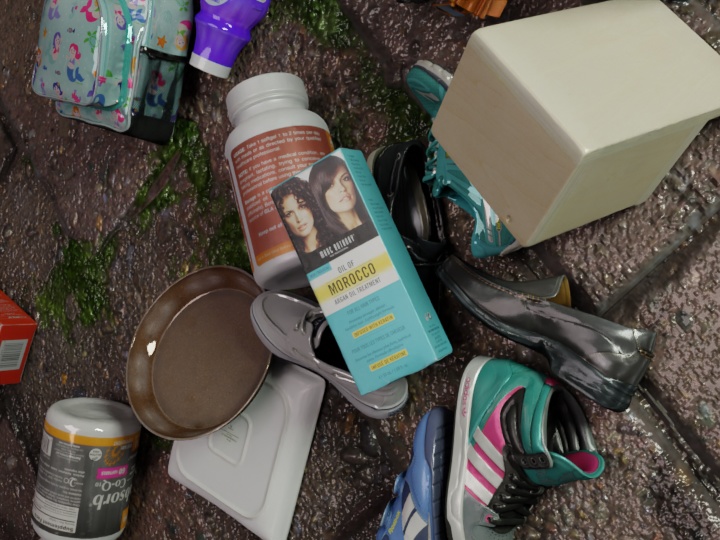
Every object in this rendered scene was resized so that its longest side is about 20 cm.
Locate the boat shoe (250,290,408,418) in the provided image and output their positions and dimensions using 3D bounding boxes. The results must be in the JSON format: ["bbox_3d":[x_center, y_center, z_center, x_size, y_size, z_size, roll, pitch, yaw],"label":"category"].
[{"bbox_3d":[-0.033,0.066,0.850,0.199,0.074,0.066,29,149,25],"label":"boat shoe"}]

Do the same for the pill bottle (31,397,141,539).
[{"bbox_3d":[-0.339,0.267,1.051,0.116,0.116,0.202,14,98,36],"label":"pill bottle"}]

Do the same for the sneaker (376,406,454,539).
[{"bbox_3d":[0.053,0.225,0.791,0.082,0.074,0.202,5,90,38],"label":"sneaker"}]

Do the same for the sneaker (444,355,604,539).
[{"bbox_3d":[0.143,0.177,0.723,0.120,0.083,0.202,0,87,46],"label":"sneaker"}]

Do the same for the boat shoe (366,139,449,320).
[{"bbox_3d":[0.051,-0.028,0.796,0.066,0.074,0.201,-22,66,52],"label":"boat shoe"}]

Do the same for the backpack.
[{"bbox_3d":[-0.291,-0.270,1.022,0.177,0.150,0.202,19,95,36],"label":"backpack"}]

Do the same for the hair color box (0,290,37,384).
[{"bbox_3d":[-0.561,0.075,1.254,0.199,0.061,0.102,32,107,32],"label":"hair color box"}]

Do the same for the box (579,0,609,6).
[{"bbox_3d":[0.186,-0.294,0.622,0.108,0.200,0.129,-8,84,25],"label":"box"}]

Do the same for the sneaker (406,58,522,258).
[{"bbox_3d":[0.087,-0.103,0.761,0.079,0.077,0.201,-30,69,9],"label":"sneaker"}]

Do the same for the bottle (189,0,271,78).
[{"bbox_3d":[-0.137,-0.317,0.952,0.083,0.065,0.201,32,107,31],"label":"bottle"}]

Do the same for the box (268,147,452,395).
[{"bbox_3d":[0.000,0.000,0.758,0.082,0.049,0.201,-27,84,22],"label":"box"}]

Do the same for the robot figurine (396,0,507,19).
[{"bbox_3d":[0.086,-0.289,0.750,0.146,0.058,0.200,-61,24,20],"label":"robot figurine"}]

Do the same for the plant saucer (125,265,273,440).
[{"bbox_3d":[-0.172,0.093,0.949,0.199,0.034,0.202,-13,60,23],"label":"plant saucer"}]

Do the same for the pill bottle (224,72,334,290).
[{"bbox_3d":[-0.074,-0.091,0.870,0.112,0.112,0.202,-23,75,33],"label":"pill bottle"}]

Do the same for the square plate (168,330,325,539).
[{"bbox_3d":[-0.140,0.181,0.961,0.199,0.028,0.200,21,101,35],"label":"square plate"}]

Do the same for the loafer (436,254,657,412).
[{"bbox_3d":[0.156,0.035,0.729,0.199,0.073,0.073,34,99,22],"label":"loafer"}]

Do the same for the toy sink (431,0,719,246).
[{"bbox_3d":[0.179,-0.120,0.671,0.131,0.199,0.112,54,147,24],"label":"toy sink"}]
